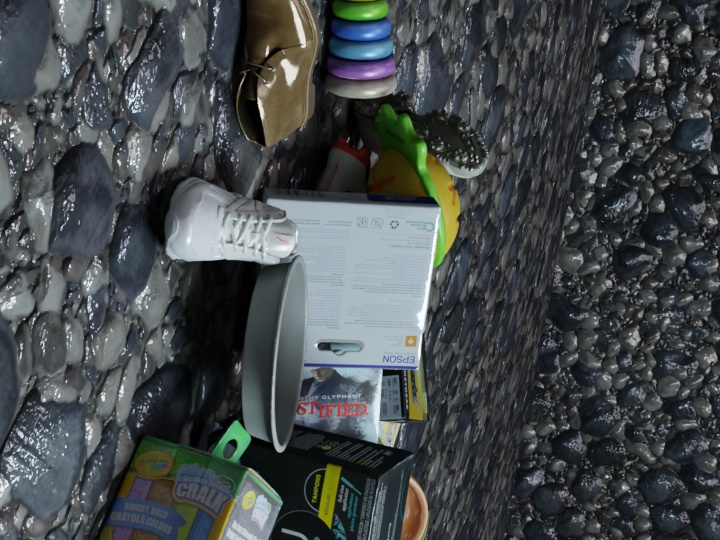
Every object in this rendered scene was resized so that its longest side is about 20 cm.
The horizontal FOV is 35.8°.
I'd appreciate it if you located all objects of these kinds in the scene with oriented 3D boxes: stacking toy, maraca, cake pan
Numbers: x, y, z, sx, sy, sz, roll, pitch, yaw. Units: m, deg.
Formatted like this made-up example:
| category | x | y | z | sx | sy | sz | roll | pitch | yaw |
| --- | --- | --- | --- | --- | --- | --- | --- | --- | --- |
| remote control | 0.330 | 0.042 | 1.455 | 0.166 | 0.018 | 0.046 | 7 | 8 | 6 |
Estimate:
| category | x | y | z | sx | sy | sz | roll | pitch | yaw |
| --- | --- | --- | --- | --- | --- | --- | --- | --- | --- |
| stacking toy | 0.003 | -0.301 | 1.257 | 0.085 | 0.085 | 0.202 | -43 | 139 | -58 |
| maraca | 0.057 | -0.096 | 1.306 | 0.106 | 0.137 | 0.201 | -25 | 121 | -21 |
| cake pan | -0.087 | 0.083 | 1.144 | 0.200 | 0.036 | 0.202 | 5 | 90 | -85 |

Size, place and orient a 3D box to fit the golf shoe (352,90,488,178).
| category | x | y | z | sx | sy | sz | roll | pitch | yaw |
| --- | --- | --- | --- | --- | --- | --- | --- | --- | --- |
| golf shoe | 0.077 | -0.152 | 1.391 | 0.078 | 0.199 | 0.098 | -34 | 142 | -31 |

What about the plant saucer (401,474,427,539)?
| category | x | y | z | sx | sy | sz | roll | pitch | yaw |
| --- | --- | --- | --- | --- | --- | --- | --- | --- | --- |
| plant saucer | -0.018 | 0.298 | 1.349 | 0.038 | 0.198 | 0.202 | -110 | -161 | -56 |

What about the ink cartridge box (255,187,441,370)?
| category | x | y | z | sx | sy | sz | roll | pitch | yaw |
| --- | --- | --- | --- | --- | --- | --- | --- | --- | --- |
| ink cartridge box | -0.019 | 0.011 | 1.250 | 0.041 | 0.198 | 0.202 | -112 | -153 | -67 |

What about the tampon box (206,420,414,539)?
| category | x | y | z | sx | sy | sz | roll | pitch | yaw |
| --- | --- | --- | --- | --- | --- | --- | --- | --- | --- |
| tampon box | -0.063 | 0.258 | 1.211 | 0.126 | 0.198 | 0.151 | -7 | 106 | -70 |

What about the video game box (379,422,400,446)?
| category | x | y | z | sx | sy | sz | roll | pitch | yaw |
| --- | --- | --- | --- | --- | --- | --- | --- | --- | --- |
| video game box | 0.007 | 0.270 | 1.727 | 0.182 | 0.046 | 0.201 | 54 | 52 | -62 |

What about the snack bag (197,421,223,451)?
| category | x | y | z | sx | sy | sz | roll | pitch | yaw |
| --- | --- | --- | --- | --- | --- | --- | --- | --- | --- |
| snack bag | -0.172 | 0.286 | 1.258 | 0.189 | 0.021 | 0.201 | 63 | 44 | -64 |

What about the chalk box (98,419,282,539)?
| category | x | y | z | sx | sy | sz | roll | pitch | yaw |
| --- | --- | --- | --- | --- | --- | --- | --- | --- | --- |
| chalk box | -0.164 | 0.244 | 1.097 | 0.125 | 0.123 | 0.201 | 66 | 41 | -60 |

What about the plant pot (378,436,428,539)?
| category | x | y | z | sx | sy | sz | roll | pitch | yaw |
| --- | --- | --- | --- | --- | --- | --- | --- | --- | --- |
| plant pot | -0.028 | 0.276 | 1.459 | 0.201 | 0.199 | 0.191 | -59 | 143 | -41 |

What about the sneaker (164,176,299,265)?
| category | x | y | z | sx | sy | sz | roll | pitch | yaw |
| --- | --- | --- | --- | --- | --- | --- | --- | --- | --- |
| sneaker | -0.114 | -0.042 | 1.066 | 0.200 | 0.099 | 0.079 | -11 | 113 | -70 |

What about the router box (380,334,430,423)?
| category | x | y | z | sx | sy | sz | roll | pitch | yaw |
| --- | --- | --- | --- | --- | --- | --- | --- | --- | --- |
| router box | 0.056 | 0.125 | 1.659 | 0.157 | 0.052 | 0.202 | 27 | 58 | -71 |

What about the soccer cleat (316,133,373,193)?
| category | x | y | z | sx | sy | sz | roll | pitch | yaw |
| --- | --- | --- | --- | --- | --- | --- | --- | --- | --- |
| soccer cleat | -0.004 | -0.101 | 1.410 | 0.086 | 0.068 | 0.200 | -60 | 160 | -5 |

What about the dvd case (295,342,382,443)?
| category | x | y | z | sx | sy | sz | roll | pitch | yaw |
| --- | --- | --- | --- | --- | --- | --- | --- | --- | --- |
| dvd case | -0.047 | 0.165 | 1.318 | 0.022 | 0.145 | 0.202 | -127 | -141 | -68 |

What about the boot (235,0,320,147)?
| category | x | y | z | sx | sy | sz | roll | pitch | yaw |
| --- | --- | --- | --- | --- | --- | --- | --- | --- | --- |
| boot | -0.087 | -0.205 | 1.085 | 0.076 | 0.073 | 0.201 | -49 | 151 | -35 |
